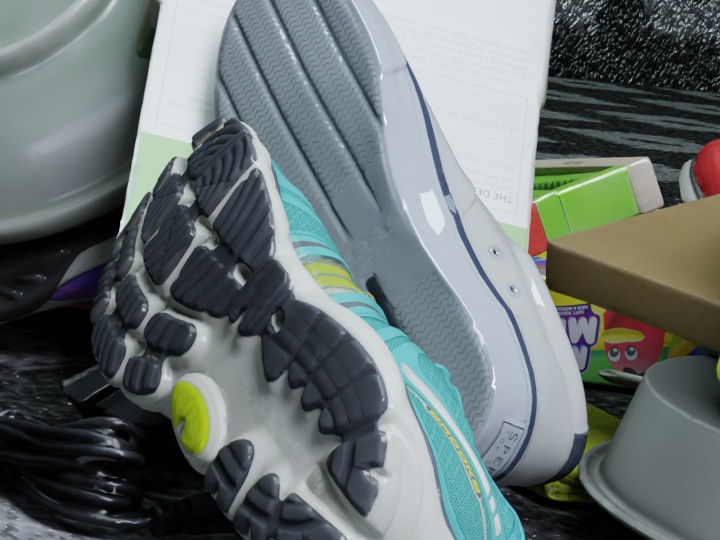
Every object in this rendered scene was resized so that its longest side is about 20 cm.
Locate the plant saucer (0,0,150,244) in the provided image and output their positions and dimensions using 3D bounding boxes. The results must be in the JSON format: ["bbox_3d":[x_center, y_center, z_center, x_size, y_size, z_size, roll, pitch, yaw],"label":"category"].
[{"bbox_3d":[-0.126,-0.106,0.946,0.199,0.201,0.050,12,-25,30],"label":"plant saucer"}]

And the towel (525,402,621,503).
[{"bbox_3d":[0.061,0.052,0.908,0.086,0.018,0.200,3,9,-23],"label":"towel"}]

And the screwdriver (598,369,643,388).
[{"bbox_3d":[0.178,0.055,0.930,0.199,0.029,0.028,18,12,30],"label":"screwdriver"}]

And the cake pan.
[{"bbox_3d":[0.167,0.068,0.770,0.199,0.037,0.200,11,10,-2],"label":"cake pan"}]

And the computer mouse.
[{"bbox_3d":[-0.034,0.042,0.778,0.199,0.046,0.140,2,10,-36],"label":"computer mouse"}]

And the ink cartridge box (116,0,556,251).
[{"bbox_3d":[-0.007,-0.068,0.882,0.145,0.201,0.048,14,-25,-12],"label":"ink cartridge box"}]

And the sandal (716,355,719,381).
[{"bbox_3d":[0.148,-0.014,0.762,0.079,0.088,0.200,3,25,2],"label":"sandal"}]

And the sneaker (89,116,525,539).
[{"bbox_3d":[-0.018,0.029,0.704,0.079,0.078,0.200,31,17,-37],"label":"sneaker"}]

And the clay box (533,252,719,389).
[{"bbox_3d":[0.075,0.013,1.081,0.199,0.048,0.115,7,10,-3],"label":"clay box"}]

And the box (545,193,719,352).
[{"bbox_3d":[0.187,0.011,0.856,0.163,0.021,0.199,-14,27,-43],"label":"box"}]

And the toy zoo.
[{"bbox_3d":[0.000,0.000,0.945,0.199,0.021,0.131,-21,7,-15],"label":"toy zoo"}]

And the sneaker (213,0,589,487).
[{"bbox_3d":[0.011,-0.012,0.804,0.073,0.201,0.071,-34,-32,23],"label":"sneaker"}]

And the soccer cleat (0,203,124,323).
[{"bbox_3d":[-0.091,-0.011,0.948,0.199,0.069,0.073,-19,-34,12],"label":"soccer cleat"}]

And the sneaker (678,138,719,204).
[{"bbox_3d":[0.209,-0.002,0.990,0.077,0.085,0.200,6,30,-46],"label":"sneaker"}]
